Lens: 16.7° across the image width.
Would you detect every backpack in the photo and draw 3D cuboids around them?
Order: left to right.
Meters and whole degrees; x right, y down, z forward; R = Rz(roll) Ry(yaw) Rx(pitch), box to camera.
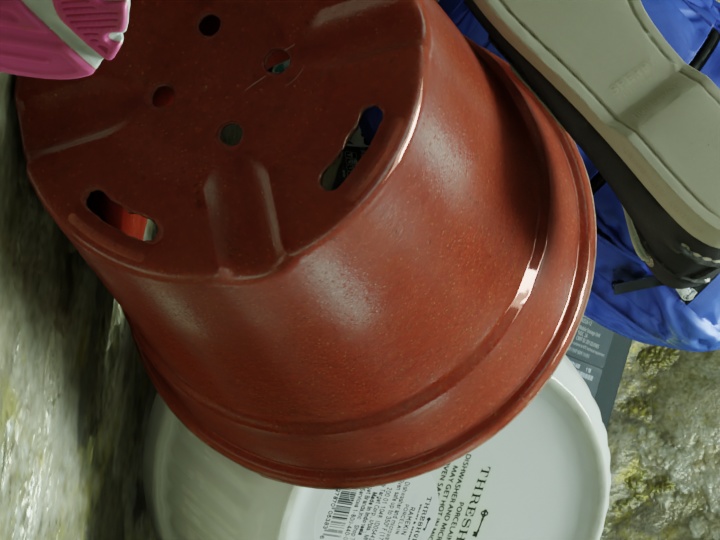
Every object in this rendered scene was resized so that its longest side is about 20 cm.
[{"bbox_3d":[0.119,-0.055,1.099,0.163,0.200,0.168,-50,-170,2],"label":"backpack"}]

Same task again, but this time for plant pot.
[{"bbox_3d":[-0.025,-0.038,0.913,0.195,0.200,0.201,52,43,-67],"label":"plant pot"}]

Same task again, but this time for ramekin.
[{"bbox_3d":[0.015,0.092,1.068,0.105,0.200,0.201,-140,-133,-57],"label":"ramekin"}]

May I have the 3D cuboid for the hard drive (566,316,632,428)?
[{"bbox_3d":[0.103,0.008,1.237,0.140,0.033,0.200,22,83,-57],"label":"hard drive"}]

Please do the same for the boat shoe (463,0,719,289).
[{"bbox_3d":[0.080,-0.077,0.933,0.073,0.200,0.063,-28,164,-32],"label":"boat shoe"}]

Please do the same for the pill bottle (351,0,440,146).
[{"bbox_3d":[0.022,-0.169,1.227,0.114,0.114,0.200,-6,85,-82],"label":"pill bottle"}]

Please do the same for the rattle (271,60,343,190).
[{"bbox_3d":[0.000,0.000,1.125,0.200,0.143,0.130,-67,163,7],"label":"rattle"}]

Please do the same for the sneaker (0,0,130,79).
[{"bbox_3d":[-0.094,-0.162,0.730,0.088,0.081,0.200,-76,176,-55],"label":"sneaker"}]

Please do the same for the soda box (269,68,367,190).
[{"bbox_3d":[-0.013,-0.038,1.360,0.200,0.071,0.063,84,18,-50],"label":"soda box"}]
